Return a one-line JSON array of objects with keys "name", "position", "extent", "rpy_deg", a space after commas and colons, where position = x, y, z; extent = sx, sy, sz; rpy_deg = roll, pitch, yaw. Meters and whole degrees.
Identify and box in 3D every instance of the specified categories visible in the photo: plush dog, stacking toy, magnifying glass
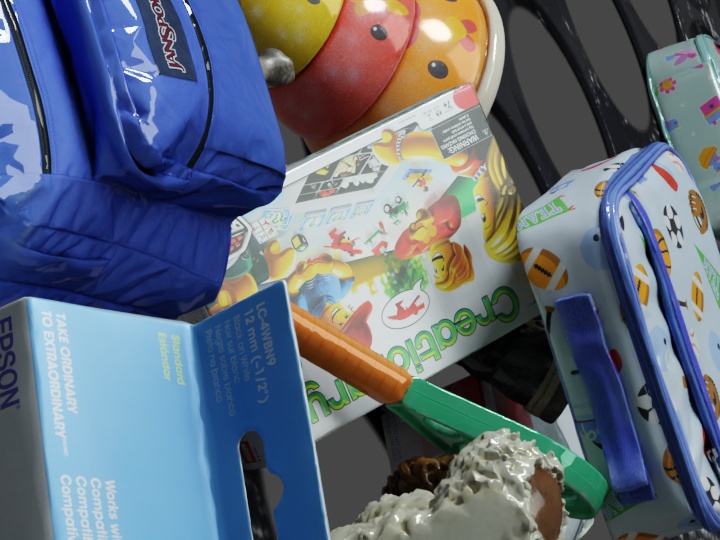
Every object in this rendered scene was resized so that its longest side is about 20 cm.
[{"name": "plush dog", "position": [0.016, 0.173, 1.108], "extent": [0.172, 0.160, 0.200], "rpy_deg": [37, 58, -79]}, {"name": "stacking toy", "position": [-0.031, -0.135, 1.320], "extent": [0.200, 0.146, 0.146], "rpy_deg": [27, 41, -33]}, {"name": "magnifying glass", "position": [0.035, 0.069, 1.139], "extent": [0.200, 0.080, 0.022], "rpy_deg": [33, 73, -18]}]

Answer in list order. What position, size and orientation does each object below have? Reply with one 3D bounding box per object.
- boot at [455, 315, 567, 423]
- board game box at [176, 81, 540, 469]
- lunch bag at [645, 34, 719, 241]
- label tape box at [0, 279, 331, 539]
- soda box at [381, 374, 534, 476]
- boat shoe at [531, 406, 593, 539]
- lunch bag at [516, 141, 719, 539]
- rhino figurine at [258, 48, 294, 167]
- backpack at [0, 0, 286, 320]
[{"name": "boot", "position": [0.051, 0.001, 1.324], "extent": [0.150, 0.073, 0.200], "rpy_deg": [22, 27, -9]}, {"name": "board game box", "position": [0.000, 0.000, 1.181], "extent": [0.200, 0.035, 0.126], "rpy_deg": [-28, 98, -31]}, {"name": "lunch bag", "position": [0.345, -0.125, 2.233], "extent": [0.160, 0.077, 0.200], "rpy_deg": [20, 51, -62]}, {"name": "label tape box", "position": [-0.111, 0.090, 0.748], "extent": [0.066, 0.200, 0.144], "rpy_deg": [34, 39, -51]}, {"name": "soda box", "position": [0.069, 0.162, 1.285], "extent": [0.063, 0.070, 0.200], "rpy_deg": [35, 36, -48]}, {"name": "boat shoe", "position": [0.117, 0.135, 1.425], "extent": [0.067, 0.073, 0.200], "rpy_deg": [55, 23, -22]}, {"name": "lunch bag", "position": [0.150, 0.043, 1.217], "extent": [0.200, 0.075, 0.160], "rpy_deg": [70, 23, -9]}, {"name": "rhino figurine", "position": [-0.080, -0.094, 1.201], "extent": [0.087, 0.060, 0.200], "rpy_deg": [-32, 100, -49]}, {"name": "backpack", "position": [-0.139, -0.061, 0.891], "extent": [0.200, 0.168, 0.163], "rpy_deg": [10, 52, -61]}]
